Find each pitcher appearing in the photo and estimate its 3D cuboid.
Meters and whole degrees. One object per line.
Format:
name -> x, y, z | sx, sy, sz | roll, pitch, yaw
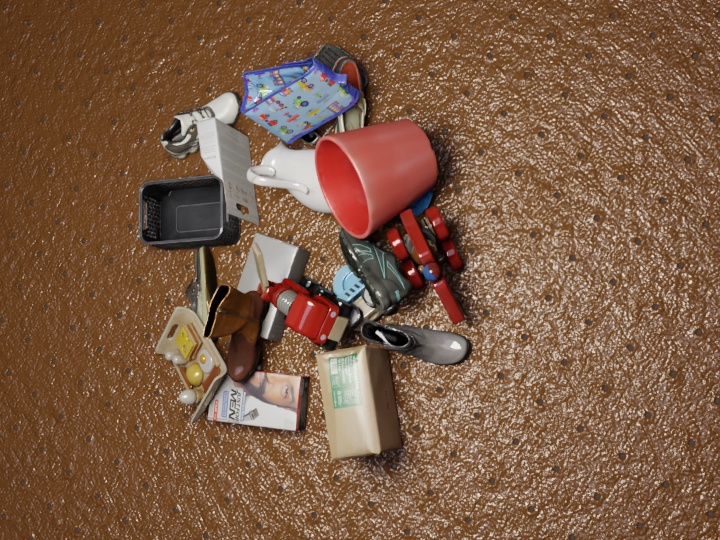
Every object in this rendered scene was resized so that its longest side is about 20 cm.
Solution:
pitcher -> -0.116, -0.184, 1.692 | 0.198, 0.171, 0.123 | 23, 123, 18

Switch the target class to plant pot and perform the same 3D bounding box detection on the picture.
plant pot -> 0.036, -0.187, 1.570 | 0.176, 0.201, 0.202 | -26, 75, -21

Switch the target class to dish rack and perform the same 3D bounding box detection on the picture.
dish rack -> -0.087, -0.377, 1.763 | 0.153, 0.055, 0.200 | 43, 96, 15

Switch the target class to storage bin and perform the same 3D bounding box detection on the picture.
storage bin -> -0.366, -0.122, 1.796 | 0.197, 0.094, 0.137 | -4, 83, 17

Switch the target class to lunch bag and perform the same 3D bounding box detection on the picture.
lunch bag -> -0.109, -0.341, 1.624 | 0.198, 0.150, 0.095 | -12, 67, 32

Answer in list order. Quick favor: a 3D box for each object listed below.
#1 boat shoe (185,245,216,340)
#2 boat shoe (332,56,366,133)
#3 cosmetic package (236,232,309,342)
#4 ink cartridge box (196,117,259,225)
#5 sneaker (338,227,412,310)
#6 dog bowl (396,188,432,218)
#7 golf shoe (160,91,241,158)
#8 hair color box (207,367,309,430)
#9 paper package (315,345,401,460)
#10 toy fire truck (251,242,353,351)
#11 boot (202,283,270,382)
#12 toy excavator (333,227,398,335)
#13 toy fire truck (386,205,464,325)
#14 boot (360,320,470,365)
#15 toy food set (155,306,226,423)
boat shoe -> -0.343, 0.050, 1.780 | 0.064, 0.073, 0.203 | -6, 82, 10
boat shoe -> -0.021, -0.331, 1.701 | 0.070, 0.063, 0.203 | -4, 105, -19
cosmetic package -> -0.191, 0.034, 1.732 | 0.106, 0.090, 0.202 | 20, 87, 17
ink cartridge box -> -0.274, -0.201, 1.741 | 0.056, 0.162, 0.203 | -7, 82, 17
sneaker -> 0.025, -0.012, 1.598 | 0.079, 0.076, 0.201 | -27, 60, -13
dog bowl -> 0.082, -0.198, 1.695 | 0.110, 0.050, 0.202 | -21, 79, 13
golf shoe -> -0.347, -0.320, 1.813 | 0.199, 0.094, 0.078 | -39, 74, 7
hair color box -> -0.210, 0.263, 1.721 | 0.197, 0.064, 0.113 | 3, 84, 16
paper package -> 0.001, 0.252, 1.594 | 0.102, 0.190, 0.203 | -11, 80, 13
toy fire truck -> -0.131, 0.047, 1.580 | 0.176, 0.199, 0.130 | 32, 99, 49
boot -> -0.242, 0.125, 1.590 | 0.068, 0.200, 0.190 | 24, 92, 14
toy excavator -> 0.000, 0.000, 1.680 | 0.194, 0.100, 0.201 | -41, 66, 7
toy fire truck -> 0.135, -0.013, 1.575 | 0.111, 0.201, 0.169 | -26, 38, 4
boot -> 0.105, 0.140, 1.606 | 0.197, 0.132, 0.071 | 5, 84, 17
toy food set -> -0.359, 0.194, 1.726 | 0.201, 0.060, 0.144 | 53, 128, 30
